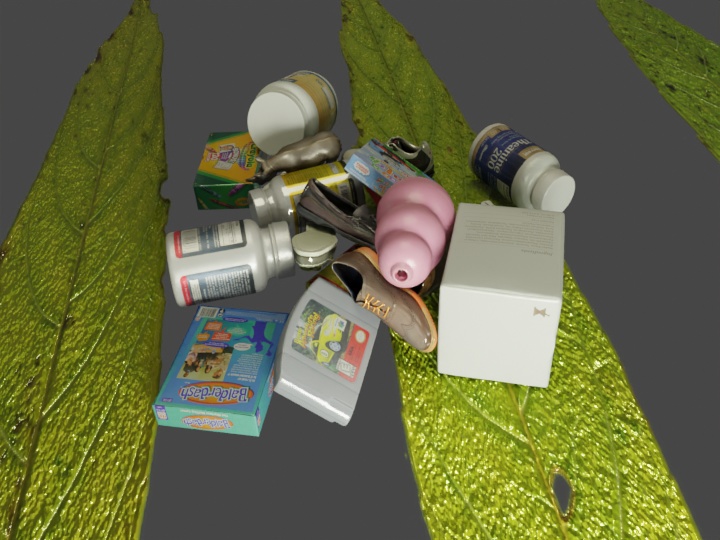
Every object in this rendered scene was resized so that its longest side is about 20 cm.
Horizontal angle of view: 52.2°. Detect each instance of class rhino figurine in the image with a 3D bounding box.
[{"bbox_3d":[-0.122,-0.202,1.352,0.195,0.088,0.061,-20,77,-7],"label":"rhino figurine"}]

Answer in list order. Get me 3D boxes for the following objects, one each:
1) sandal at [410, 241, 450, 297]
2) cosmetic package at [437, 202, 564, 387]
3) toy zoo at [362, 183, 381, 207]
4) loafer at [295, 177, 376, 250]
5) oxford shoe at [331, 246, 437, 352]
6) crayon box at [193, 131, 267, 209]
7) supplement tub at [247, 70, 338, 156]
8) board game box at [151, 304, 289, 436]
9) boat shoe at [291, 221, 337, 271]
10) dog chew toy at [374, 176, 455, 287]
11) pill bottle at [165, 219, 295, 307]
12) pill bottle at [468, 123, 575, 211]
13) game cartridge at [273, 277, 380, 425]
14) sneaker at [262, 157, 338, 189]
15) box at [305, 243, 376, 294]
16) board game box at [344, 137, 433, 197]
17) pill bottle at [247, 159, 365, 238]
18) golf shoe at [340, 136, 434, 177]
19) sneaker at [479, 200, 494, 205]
[{"bbox_3d":[0.076,0.009,1.161,0.197,0.055,0.083,-29,87,-17],"label":"sandal"},{"bbox_3d":[0.207,0.031,1.075,0.162,0.170,0.202,7,40,12],"label":"cosmetic package"},{"bbox_3d":[0.079,-0.102,1.295,0.129,0.021,0.201,20,27,-37],"label":"toy zoo"},{"bbox_3d":[-0.016,-0.090,1.208,0.196,0.064,0.072,25,18,18],"label":"loafer"},{"bbox_3d":[0.031,0.050,1.078,0.072,0.072,0.200,-15,50,-43],"label":"oxford shoe"},{"bbox_3d":[-0.255,-0.202,1.465,0.115,0.059,0.202,-2,40,2],"label":"crayon box"},{"bbox_3d":[-0.136,-0.318,1.495,0.141,0.148,0.200,8,25,13],"label":"supplement tub"},{"bbox_3d":[-0.194,0.140,1.068,0.148,0.046,0.202,5,40,9],"label":"board game box"},{"bbox_3d":[-0.073,-0.032,1.194,0.070,0.062,0.202,9,15,1],"label":"boat shoe"},{"bbox_3d":[0.075,-0.050,1.078,0.121,0.127,0.202,5,35,10],"label":"dog chew toy"},{"bbox_3d":[-0.209,-0.017,1.196,0.195,0.122,0.121,-10,40,-9],"label":"pill bottle"},{"bbox_3d":[0.299,-0.183,1.365,0.109,0.113,0.200,-23,43,-22],"label":"pill bottle"},{"bbox_3d":[-0.049,0.106,1.050,0.131,0.041,0.203,26,46,-8],"label":"game cartridge"},{"bbox_3d":[-0.125,-0.193,1.428,0.072,0.086,0.199,32,52,33],"label":"sneaker"},{"bbox_3d":[0.000,0.000,1.216,0.074,0.051,0.199,28,50,30],"label":"box"},{"bbox_3d":[0.059,-0.169,1.319,0.150,0.037,0.200,36,22,-2],"label":"board game box"},{"bbox_3d":[-0.098,-0.123,1.320,0.195,0.115,0.113,-15,41,-15],"label":"pill bottle"},{"bbox_3d":[0.053,-0.228,1.455,0.195,0.090,0.078,10,42,17],"label":"golf shoe"},{"bbox_3d":[0.198,-0.052,1.252,0.089,0.068,0.199,27,47,33],"label":"sneaker"}]
